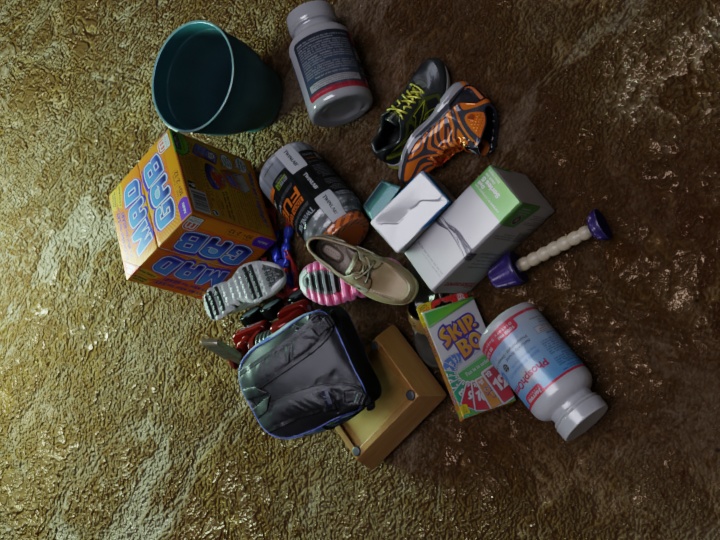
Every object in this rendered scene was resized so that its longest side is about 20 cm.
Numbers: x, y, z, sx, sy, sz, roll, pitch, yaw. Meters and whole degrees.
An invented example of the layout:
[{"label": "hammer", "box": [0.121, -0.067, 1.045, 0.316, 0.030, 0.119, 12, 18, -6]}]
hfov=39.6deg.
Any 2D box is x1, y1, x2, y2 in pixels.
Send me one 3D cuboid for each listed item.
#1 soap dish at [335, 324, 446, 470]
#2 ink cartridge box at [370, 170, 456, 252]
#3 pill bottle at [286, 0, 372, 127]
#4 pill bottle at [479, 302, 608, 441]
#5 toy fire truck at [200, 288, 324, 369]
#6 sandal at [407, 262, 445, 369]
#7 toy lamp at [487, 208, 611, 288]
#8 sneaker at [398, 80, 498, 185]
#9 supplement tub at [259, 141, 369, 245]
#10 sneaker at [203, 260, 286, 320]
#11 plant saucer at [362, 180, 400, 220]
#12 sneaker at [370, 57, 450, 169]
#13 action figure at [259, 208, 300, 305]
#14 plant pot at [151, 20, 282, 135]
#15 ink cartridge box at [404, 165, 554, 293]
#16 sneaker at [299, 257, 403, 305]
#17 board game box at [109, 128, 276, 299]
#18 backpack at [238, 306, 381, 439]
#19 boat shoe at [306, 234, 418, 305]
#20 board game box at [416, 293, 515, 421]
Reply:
[{"label": "soap dish", "box": [0.029, 0.215, 1.688, 0.200, 0.081, 0.158, -48, 63, 22]}, {"label": "ink cartridge box", "box": [0.095, -0.091, 1.607, 0.116, 0.200, 0.067, -45, 83, 10]}, {"label": "pill bottle", "box": [-0.061, -0.370, 1.774, 0.119, 0.119, 0.202, -27, 72, 29]}, {"label": "pill bottle", "box": [0.278, 0.154, 1.510, 0.109, 0.108, 0.200, -48, 62, 20]}, {"label": "toy fire truck", "box": [-0.169, 0.116, 1.735, 0.175, 0.200, 0.129, -21, 106, 30]}, {"label": "sandal", "box": [0.112, 0.064, 1.661, 0.081, 0.054, 0.202, -10, 80, 33]}, {"label": "toy lamp", "box": [0.288, -0.029, 1.551, 0.199, 0.058, 0.059, -31, 70, 27]}, {"label": "sneaker", "box": [0.149, -0.204, 1.646, 0.112, 0.077, 0.201, 43, 109, 29]}, {"label": "supplement tub", "box": [-0.080, -0.122, 1.764, 0.200, 0.122, 0.123, 48, 111, 27]}, {"label": "sneaker", "box": [-0.200, 0.032, 1.828, 0.199, 0.081, 0.076, -23, 78, 39]}, {"label": "plant saucer", "box": [0.031, -0.120, 1.655, 0.019, 0.200, 0.070, 37, 94, -6]}, {"label": "sneaker", "box": [0.085, -0.266, 1.689, 0.074, 0.084, 0.202, 30, 103, 31]}, {"label": "action figure", "box": [-0.146, -0.020, 1.846, 0.065, 0.052, 0.202, -13, 81, 29]}, {"label": "plant pot", "box": [-0.252, -0.340, 1.858, 0.198, 0.187, 0.202, -3, 85, 33]}, {"label": "ink cartridge box", "box": [0.186, -0.060, 1.566, 0.200, 0.145, 0.084, -45, 67, 22]}, {"label": "sneaker", "box": [-0.006, 0.019, 1.715, 0.198, 0.095, 0.080, -1, 89, 20]}, {"label": "board game box", "box": [-0.311, -0.096, 1.840, 0.200, 0.199, 0.201, -41, 52, 28]}, {"label": "backpack", "box": [-0.080, 0.173, 1.619, 0.199, 0.147, 0.184, -29, 82, 17]}, {"label": "boat shoe", "box": [0.000, 0.000, 1.629, 0.199, 0.064, 0.072, 24, 94, 18]}, {"label": "board game box", "box": [0.167, 0.132, 1.602, 0.030, 0.095, 0.202, 110, 141, -64]}]
